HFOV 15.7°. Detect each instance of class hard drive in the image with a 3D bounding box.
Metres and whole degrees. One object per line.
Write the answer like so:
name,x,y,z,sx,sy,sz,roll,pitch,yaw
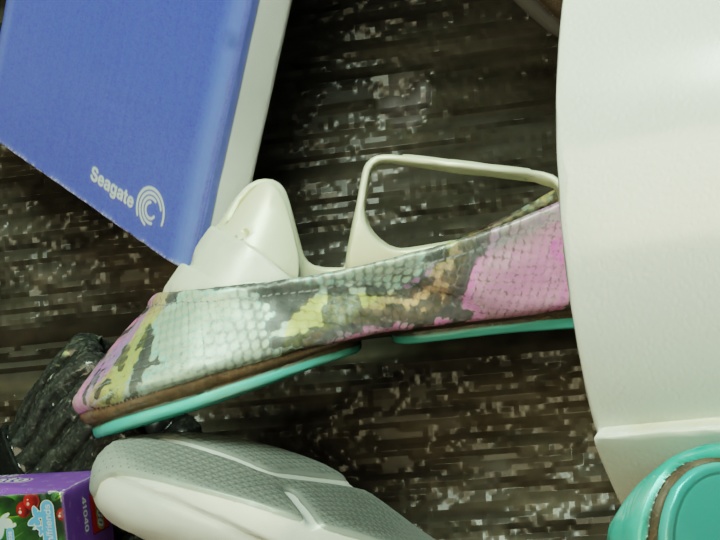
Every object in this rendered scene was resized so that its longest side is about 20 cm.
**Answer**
hard drive,-0.068,-0.118,0.878,0.132,0.025,0.201,33,117,42

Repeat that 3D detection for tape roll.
tape roll,0.149,-0.021,0.746,0.138,0.203,0.204,-5,82,20

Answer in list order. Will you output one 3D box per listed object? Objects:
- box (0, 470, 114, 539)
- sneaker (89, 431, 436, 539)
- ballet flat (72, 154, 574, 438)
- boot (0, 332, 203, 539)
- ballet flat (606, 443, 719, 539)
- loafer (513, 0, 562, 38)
box,-0.140,0.169,0.855,0.136,0.039,0.201,-4,95,19
sneaker,0.001,0.114,0.826,0.199,0.070,0.081,24,102,-6
ballet flat,0.000,0.000,0.846,0.199,0.069,0.072,-12,93,-3
boot,-0.147,0.074,0.911,0.211,0.079,0.158,41,106,10
ballet flat,0.157,0.088,0.679,0.199,0.070,0.068,16,79,-8
loafer,0.064,-0.146,0.809,0.073,0.200,0.071,-47,31,-23
